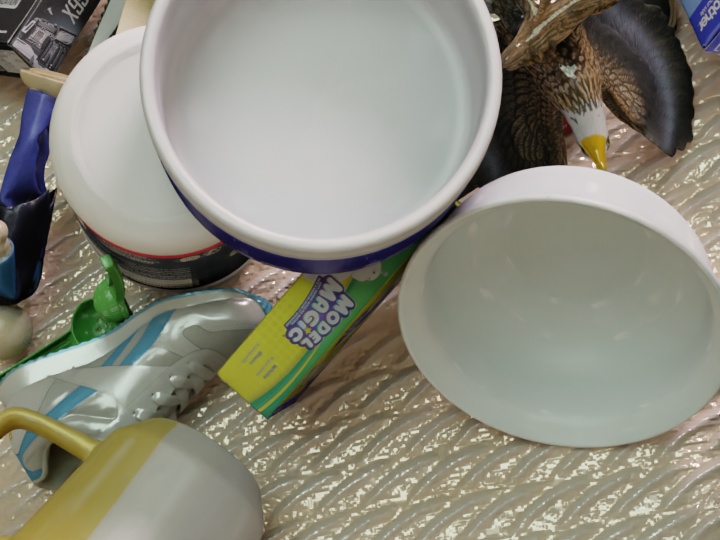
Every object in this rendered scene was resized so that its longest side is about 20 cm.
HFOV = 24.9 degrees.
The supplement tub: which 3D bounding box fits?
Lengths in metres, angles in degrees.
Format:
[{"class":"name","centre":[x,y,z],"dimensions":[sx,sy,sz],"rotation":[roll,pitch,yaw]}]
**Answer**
[{"class":"supplement tub","centre":[-0.121,-0.064,1.052],"dimensions":[0.139,0.200,0.142],"rotation":[1,80,-3]}]

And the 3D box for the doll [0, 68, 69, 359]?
[{"class":"doll","centre":[-0.235,-0.037,1.133],"dimensions":[0.048,0.137,0.202],"rotation":[13,99,-3]}]

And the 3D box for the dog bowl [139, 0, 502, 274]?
[{"class":"dog bowl","centre":[-0.023,-0.102,0.922],"dimensions":[0.198,0.079,0.202],"rotation":[0,80,-3]}]

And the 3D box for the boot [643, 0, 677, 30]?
[{"class":"boot","centre":[0.150,-0.257,1.118],"dimensions":[0.077,0.139,0.201],"rotation":[-31,70,-5]}]

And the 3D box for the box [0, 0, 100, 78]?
[{"class":"box","centre":[-0.272,-0.228,1.257],"dimensions":[0.199,0.050,0.159],"rotation":[12,67,42]}]

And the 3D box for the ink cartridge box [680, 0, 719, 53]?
[{"class":"ink cartridge box","centre":[0.269,-0.211,1.067],"dimensions":[0.135,0.077,0.201],"rotation":[3,53,-29]}]

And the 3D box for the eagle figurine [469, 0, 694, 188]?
[{"class":"eagle figurine","centre":[0.130,-0.120,1.019],"dimensions":[0.150,0.200,0.152],"rotation":[12,77,15]}]

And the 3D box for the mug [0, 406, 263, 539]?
[{"class":"mug","centre":[-0.147,0.163,0.984],"dimensions":[0.149,0.187,0.154],"rotation":[-8,43,56]}]

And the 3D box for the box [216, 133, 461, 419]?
[{"class":"box","centre":[0.000,0.000,1.023],"dimensions":[0.048,0.117,0.200],"rotation":[39,96,5]}]

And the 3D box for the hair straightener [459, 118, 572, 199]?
[{"class":"hair straightener","centre":[0.066,-0.084,1.125],"dimensions":[0.199,0.041,0.077],"rotation":[-38,59,0]}]

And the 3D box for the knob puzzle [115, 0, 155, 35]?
[{"class":"knob puzzle","centre":[-0.068,-0.187,1.182],"dimensions":[0.217,0.031,0.221],"rotation":[9,53,-12]}]

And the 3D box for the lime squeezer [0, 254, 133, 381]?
[{"class":"lime squeezer","centre":[-0.184,0.027,1.094],"dimensions":[0.200,0.070,0.038],"rotation":[-39,57,47]}]

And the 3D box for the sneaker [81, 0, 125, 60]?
[{"class":"sneaker","centre":[-0.144,-0.161,1.203],"dimensions":[0.089,0.070,0.202],"rotation":[1,62,20]}]

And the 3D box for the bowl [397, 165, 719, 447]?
[{"class":"bowl","centre":[0.126,0.007,0.982],"dimensions":[0.199,0.202,0.091],"rotation":[-1,41,16]}]

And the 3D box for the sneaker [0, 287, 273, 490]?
[{"class":"sneaker","centre":[-0.141,0.077,1.083],"dimensions":[0.199,0.077,0.081],"rotation":[-26,65,10]}]
